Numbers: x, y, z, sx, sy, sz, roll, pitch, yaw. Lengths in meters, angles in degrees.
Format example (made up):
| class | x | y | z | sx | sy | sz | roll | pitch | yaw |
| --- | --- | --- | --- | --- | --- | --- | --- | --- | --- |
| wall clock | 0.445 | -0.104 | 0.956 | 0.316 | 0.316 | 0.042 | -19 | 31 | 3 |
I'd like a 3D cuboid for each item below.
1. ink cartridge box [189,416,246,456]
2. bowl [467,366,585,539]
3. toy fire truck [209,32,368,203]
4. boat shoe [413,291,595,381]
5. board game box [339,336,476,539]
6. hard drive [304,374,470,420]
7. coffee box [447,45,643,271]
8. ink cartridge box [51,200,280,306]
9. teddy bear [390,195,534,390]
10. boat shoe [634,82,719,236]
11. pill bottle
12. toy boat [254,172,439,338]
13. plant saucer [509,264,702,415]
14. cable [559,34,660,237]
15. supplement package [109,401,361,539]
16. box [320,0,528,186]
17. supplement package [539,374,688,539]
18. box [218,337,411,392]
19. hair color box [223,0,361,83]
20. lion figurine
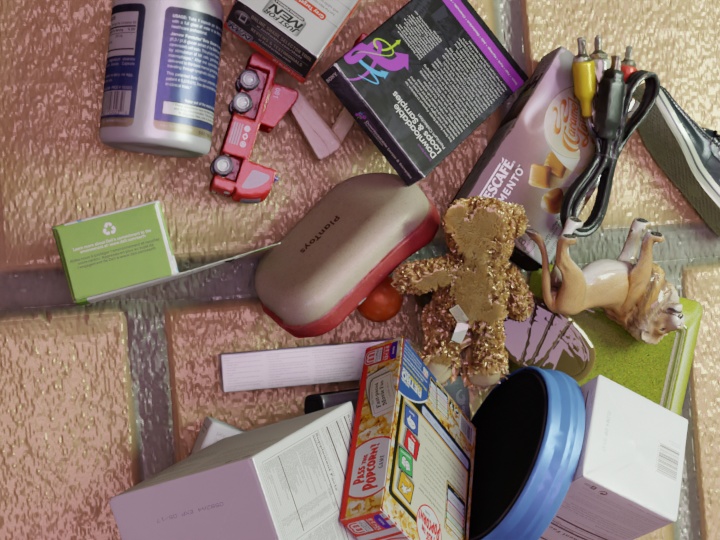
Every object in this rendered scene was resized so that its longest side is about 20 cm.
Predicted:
| class | x | y | z | sx | sy | sz | roll | pitch | yaw |
| --- | --- | --- | --- | --- | --- | --- | --- | --- | --- |
| ink cartridge box | -0.124 | 0.267 | 1.384 | 0.144 | 0.083 | 0.201 | 22 | 84 | -9 |
| bowl | 0.144 | 0.185 | 1.342 | 0.039 | 0.200 | 0.202 | 26 | 85 | -15 |
| toy fire truck | -0.064 | -0.156 | 1.419 | 0.140 | 0.049 | 0.202 | 17 | 87 | -10 |
| boat shoe | 0.149 | 0.050 | 1.427 | 0.199 | 0.066 | 0.074 | 30 | 91 | 5 |
| board game box | 0.050 | 0.186 | 1.290 | 0.046 | 0.201 | 0.152 | -20 | 128 | 26 |
| hard drive | 0.033 | 0.184 | 1.390 | 0.199 | 0.033 | 0.141 | -4 | 90 | -42 |
| coffee box | 0.190 | -0.114 | 1.444 | 0.114 | 0.080 | 0.201 | 34 | 84 | -7 |
| ink cartridge box | -0.189 | -0.028 | 1.347 | 0.199 | 0.148 | 0.076 | -17 | 91 | -10 |
| teddy bear | 0.104 | 0.024 | 1.358 | 0.144 | 0.067 | 0.202 | -12 | 105 | -2 |
| boat shoe | 0.361 | -0.124 | 1.479 | 0.062 | 0.075 | 0.200 | -42 | 101 | -13 |
| pill bottle | -0.193 | -0.218 | 1.367 | 0.110 | 0.111 | 0.202 | 6 | 88 | -9 |
| toy boat | 0.000 | 0.000 | 1.406 | 0.200 | 0.130 | 0.131 | -44 | 126 | -7 |
| plant saucer | 0.261 | 0.110 | 1.469 | 0.198 | 0.048 | 0.201 | 13 | 87 | -9 |
| cable | 0.246 | -0.134 | 1.405 | 0.096 | 0.050 | 0.202 | 3 | 102 | -29 |
| supplement package | -0.087 | 0.226 | 1.225 | 0.151 | 0.200 | 0.152 | -18 | 91 | 25 |
| box | 0.068 | -0.196 | 1.405 | 0.143 | 0.036 | 0.200 | 51 | 53 | -6 |
| supplement package | 0.213 | 0.205 | 1.365 | 0.109 | 0.200 | 0.114 | 27 | 56 | -15 |
| box | -0.045 | 0.096 | 1.423 | 0.198 | 0.039 | 0.042 | -6 | 89 | -10 |
| hair color box | -0.041 | -0.297 | 1.386 | 0.101 | 0.061 | 0.201 | 35 | 63 | -5 |
| lion figurine | 0.239 | 0.014 | 1.386 | 0.198 | 0.073 | 0.123 | 3 | 113 | -22 |
